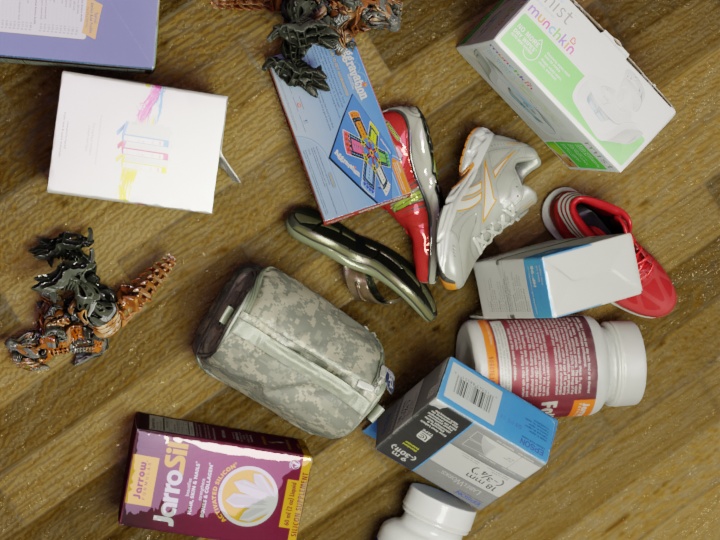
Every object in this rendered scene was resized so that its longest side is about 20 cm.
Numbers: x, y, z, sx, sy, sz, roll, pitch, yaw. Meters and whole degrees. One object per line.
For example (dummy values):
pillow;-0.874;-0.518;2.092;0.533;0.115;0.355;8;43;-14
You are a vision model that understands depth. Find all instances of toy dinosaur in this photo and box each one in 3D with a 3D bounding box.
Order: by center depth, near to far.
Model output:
toy dinosaur;-0.057;-0.273;1.613;0.198;0.103;0.137;-6;53;14
toy dinosaur;-0.298;0.031;1.620;0.199;0.102;0.136;-38;124;-18

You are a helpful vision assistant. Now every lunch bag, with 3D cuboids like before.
lunch bag;-0.072;0.092;1.611;0.199;0.168;0.140;33;90;-11

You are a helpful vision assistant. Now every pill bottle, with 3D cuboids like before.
pill bottle;0.058;0.350;1.687;0.111;0.112;0.202;21;92;-11
pill bottle;0.214;0.109;1.687;0.197;0.114;0.116;-2;96;-8

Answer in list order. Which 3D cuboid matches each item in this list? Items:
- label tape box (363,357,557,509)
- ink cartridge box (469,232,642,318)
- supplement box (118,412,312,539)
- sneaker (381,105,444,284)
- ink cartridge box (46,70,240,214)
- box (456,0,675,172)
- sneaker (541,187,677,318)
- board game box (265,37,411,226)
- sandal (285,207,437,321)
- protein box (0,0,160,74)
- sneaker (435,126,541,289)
label tape box;0.099;0.193;1.630;0.143;0.200;0.064;31;49;-12
ink cartridge box;0.201;0.008;1.623;0.115;0.200;0.067;-15;94;-23
supplement box;-0.162;0.234;1.652;0.198;0.086;0.112;10;95;-10
sneaker;0.049;-0.082;1.672;0.084;0.077;0.202;-10;92;9
ink cartridge box;-0.224;-0.134;1.583;0.198;0.129;0.127;7;95;-11
box;0.222;-0.210;1.623;0.200;0.176;0.097;45;88;-11
sneaker;0.293;-0.011;1.686;0.199;0.116;0.079;38;89;-11
board game box;-0.025;-0.157;1.630;0.102;0.019;0.202;-18;75;-5
sandal;-0.001;-0.001;1.668;0.200;0.080;0.058;31;109;-5
protein box;-0.306;-0.313;1.547;0.198;0.135;0.201;4;95;-9
sneaker;0.142;-0.067;1.631;0.091;0.076;0.202;12;65;16
